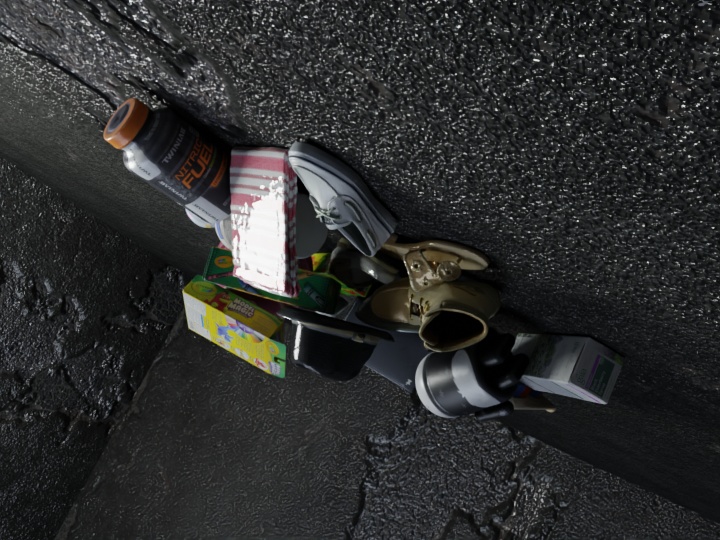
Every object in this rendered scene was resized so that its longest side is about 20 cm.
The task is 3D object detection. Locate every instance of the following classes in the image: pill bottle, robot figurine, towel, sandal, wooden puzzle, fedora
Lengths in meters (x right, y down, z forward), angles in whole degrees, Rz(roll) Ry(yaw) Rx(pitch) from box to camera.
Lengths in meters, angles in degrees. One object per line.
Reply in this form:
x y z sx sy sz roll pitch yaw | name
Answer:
-0.142 -0.074 1.002 0.114 0.114 0.200 35 167 -33 | pill bottle
0.185 0.174 1.072 0.124 0.151 0.200 12 149 -38 | robot figurine
-0.134 -0.071 0.885 0.030 0.201 0.146 -10 -163 -41 | towel
-0.267 -0.161 0.921 0.106 0.107 0.200 14 163 48 | pill bottle
0.087 -0.002 0.911 0.211 0.070 0.078 15 163 46 | sandal
0.274 0.192 1.208 0.200 0.046 0.185 21 -163 -49 | wooden puzzle
-0.047 0.121 1.007 0.200 0.092 0.201 15 176 1 | fedora

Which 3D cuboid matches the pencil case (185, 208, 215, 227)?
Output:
-0.274 -0.133 1.113 0.091 0.083 0.200 49 168 -1 | pencil case

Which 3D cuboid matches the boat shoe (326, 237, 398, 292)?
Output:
0.000 0.000 1.036 0.075 0.069 0.200 33 178 -20 | boat shoe

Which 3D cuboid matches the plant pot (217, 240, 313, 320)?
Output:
-0.195 0.030 1.207 0.200 0.200 0.179 30 -155 -15 | plant pot

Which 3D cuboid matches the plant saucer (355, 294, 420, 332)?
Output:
0.091 0.056 1.085 0.199 0.050 0.200 2 -168 0 | plant saucer

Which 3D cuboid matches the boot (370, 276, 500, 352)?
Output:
0.093 0.062 0.911 0.199 0.073 0.155 2 -165 18 | boot

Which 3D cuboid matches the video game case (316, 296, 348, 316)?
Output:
-0.125 0.033 1.427 0.200 0.024 0.182 37 -171 4 | video game case

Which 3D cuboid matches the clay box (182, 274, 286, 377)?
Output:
-0.202 0.097 1.070 0.199 0.048 0.115 26 143 12 | clay box

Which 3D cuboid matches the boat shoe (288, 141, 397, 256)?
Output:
-0.024 -0.083 0.814 0.073 0.067 0.200 13 162 49 | boat shoe

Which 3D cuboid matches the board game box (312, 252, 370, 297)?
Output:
-0.061 0.008 1.343 0.101 0.048 0.200 31 168 -22 | board game box

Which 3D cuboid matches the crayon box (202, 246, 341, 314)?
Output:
-0.139 0.018 1.031 0.199 0.058 0.119 15 176 8 | crayon box

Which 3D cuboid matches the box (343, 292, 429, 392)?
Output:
0.054 0.145 1.373 0.196 0.118 0.200 30 -175 1 | box

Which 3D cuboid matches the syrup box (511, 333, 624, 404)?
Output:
0.326 0.156 1.041 0.081 0.079 0.200 29 168 -14 | syrup box
